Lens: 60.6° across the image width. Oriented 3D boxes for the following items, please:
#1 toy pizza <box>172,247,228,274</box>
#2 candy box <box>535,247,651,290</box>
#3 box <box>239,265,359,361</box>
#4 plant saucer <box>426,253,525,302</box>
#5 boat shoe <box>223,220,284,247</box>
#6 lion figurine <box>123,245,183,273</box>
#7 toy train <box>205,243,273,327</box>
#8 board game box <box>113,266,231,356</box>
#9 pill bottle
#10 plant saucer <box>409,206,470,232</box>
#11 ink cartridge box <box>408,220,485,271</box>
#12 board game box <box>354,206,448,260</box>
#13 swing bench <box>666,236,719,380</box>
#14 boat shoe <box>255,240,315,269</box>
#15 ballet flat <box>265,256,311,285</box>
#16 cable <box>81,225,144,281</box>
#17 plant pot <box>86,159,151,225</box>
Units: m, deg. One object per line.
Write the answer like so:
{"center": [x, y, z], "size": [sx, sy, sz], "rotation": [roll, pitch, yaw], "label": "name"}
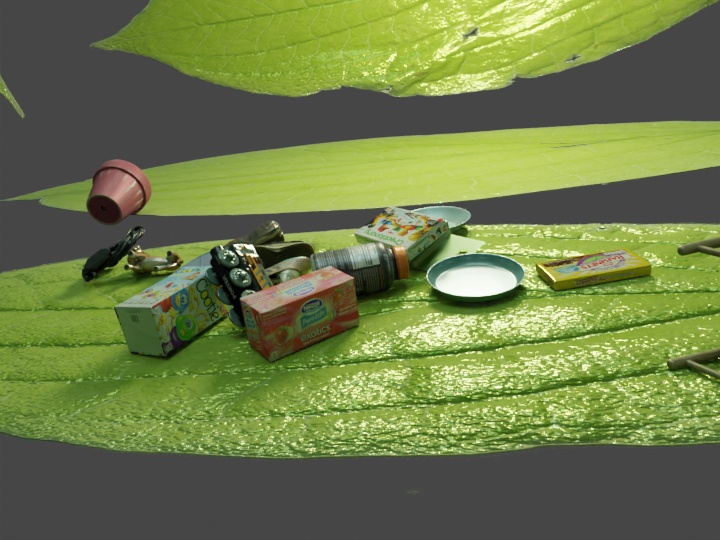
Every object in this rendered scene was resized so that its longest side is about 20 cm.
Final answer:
{"center": [-0.373, 0.009, 1.473], "size": [0.199, 0.032, 0.200], "rotation": [-19, 26, 10], "label": "toy pizza"}
{"center": [0.470, -0.004, 1.253], "size": [0.199, 0.027, 0.102], "rotation": [-10, 25, -4], "label": "candy box"}
{"center": [-0.111, 0.076, 1.156], "size": [0.199, 0.103, 0.095], "rotation": [-20, 24, -29], "label": "box"}
{"center": [0.237, 0.017, 1.270], "size": [0.199, 0.028, 0.200], "rotation": [-6, 26, 3], "label": "plant saucer"}
{"center": [-0.281, -0.048, 1.570], "size": [0.199, 0.073, 0.075], "rotation": [-27, 34, 8], "label": "boat shoe"}
{"center": [-0.525, -0.021, 1.593], "size": [0.199, 0.073, 0.122], "rotation": [9, -2, 14], "label": "lion figurine"}
{"center": [-0.226, 0.030, 1.232], "size": [0.114, 0.085, 0.200], "rotation": [-6, 55, -48], "label": "toy train"}
{"center": [-0.369, 0.076, 1.237], "size": [0.104, 0.104, 0.200], "rotation": [-1, 22, 30], "label": "board game box"}
{"center": [0.000, 0.000, 1.301], "size": [0.199, 0.107, 0.106], "rotation": [-10, 22, -7], "label": "pill bottle"}
{"center": [0.192, -0.122, 1.627], "size": [0.200, 0.039, 0.201], "rotation": [-8, 22, 3], "label": "plant saucer"}
{"center": [0.165, -0.060, 1.428], "size": [0.199, 0.048, 0.145], "rotation": [14, 46, 46], "label": "ink cartridge box"}
{"center": [0.092, -0.090, 1.443], "size": [0.126, 0.035, 0.200], "rotation": [-38, 33, -23], "label": "board game box"}
{"center": [0.557, 0.043, 0.870], "size": [0.199, 0.200, 0.130], "rotation": [-19, 24, -24], "label": "swing bench"}
{"center": [-0.206, -0.033, 1.520], "size": [0.199, 0.074, 0.065], "rotation": [-4, 8, 7], "label": "boat shoe"}
{"center": [-0.194, 0.028, 1.377], "size": [0.199, 0.068, 0.067], "rotation": [-19, 43, -13], "label": "ballet flat"}
{"center": [-0.647, -0.044, 1.634], "size": [0.200, 0.051, 0.163], "rotation": [-42, 6, -8], "label": "cable"}
{"center": [-0.863, -0.260, 2.167], "size": [0.199, 0.201, 0.179], "rotation": [-4, 38, 11], "label": "plant pot"}
